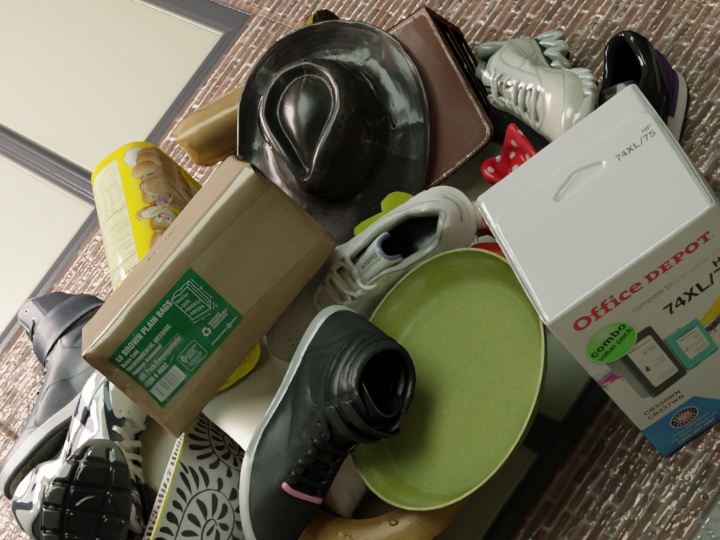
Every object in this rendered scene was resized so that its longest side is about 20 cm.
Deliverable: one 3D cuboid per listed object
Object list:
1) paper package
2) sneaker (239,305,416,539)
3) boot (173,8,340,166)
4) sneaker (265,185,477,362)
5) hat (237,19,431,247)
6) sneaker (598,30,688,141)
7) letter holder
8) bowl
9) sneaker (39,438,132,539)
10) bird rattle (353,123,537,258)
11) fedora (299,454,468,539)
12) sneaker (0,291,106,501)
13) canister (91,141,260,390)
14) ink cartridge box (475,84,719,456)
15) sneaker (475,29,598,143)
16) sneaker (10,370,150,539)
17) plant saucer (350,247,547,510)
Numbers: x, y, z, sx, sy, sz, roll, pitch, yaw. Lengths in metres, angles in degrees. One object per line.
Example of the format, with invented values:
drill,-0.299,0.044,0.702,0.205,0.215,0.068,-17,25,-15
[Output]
paper package,-0.123,0.014,1.583,0.200,0.103,0.191,-49,8,-1
sneaker,-0.025,0.127,1.481,0.099,0.070,0.202,14,82,57
boot,-0.088,-0.161,1.852,0.199,0.175,0.067,-27,79,16
sneaker,0.000,0.000,1.575,0.200,0.087,0.075,-40,82,10
hat,-0.034,-0.117,1.682,0.199,0.081,0.203,-1,87,18
sneaker,0.217,-0.103,1.603,0.075,0.088,0.201,-18,50,26
letter holder,0.023,-0.113,1.757,0.199,0.100,0.143,-32,75,15
bowl,-0.125,0.216,1.605,0.201,0.093,0.202,-160,90,-84
sneaker,-0.231,0.238,1.662,0.075,0.079,0.202,9,91,1
bird rattle,0.106,-0.012,1.643,0.198,0.113,0.164,-20,63,13
fedora,0.017,0.153,1.572,0.199,0.082,0.202,-14,55,21
sneaker,-0.287,0.110,1.838,0.146,0.077,0.202,31,71,35
canister,-0.170,-0.007,1.794,0.086,0.148,0.201,-34,42,14
ink cartridge box,0.209,0.002,1.447,0.146,0.200,0.147,-36,43,11
sneaker,0.146,-0.146,1.659,0.200,0.080,0.076,-112,27,-66
sneaker,-0.208,0.170,1.743,0.129,0.080,0.200,30,75,40
plant saucer,0.069,0.083,1.481,0.199,0.031,0.202,-23,56,39
